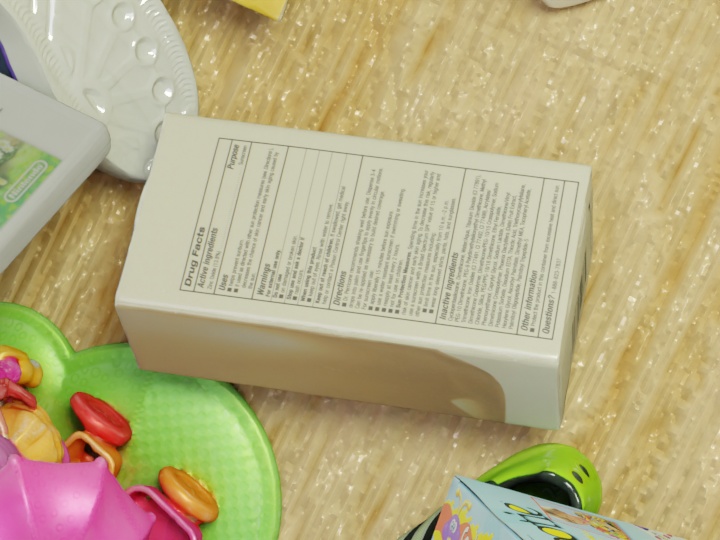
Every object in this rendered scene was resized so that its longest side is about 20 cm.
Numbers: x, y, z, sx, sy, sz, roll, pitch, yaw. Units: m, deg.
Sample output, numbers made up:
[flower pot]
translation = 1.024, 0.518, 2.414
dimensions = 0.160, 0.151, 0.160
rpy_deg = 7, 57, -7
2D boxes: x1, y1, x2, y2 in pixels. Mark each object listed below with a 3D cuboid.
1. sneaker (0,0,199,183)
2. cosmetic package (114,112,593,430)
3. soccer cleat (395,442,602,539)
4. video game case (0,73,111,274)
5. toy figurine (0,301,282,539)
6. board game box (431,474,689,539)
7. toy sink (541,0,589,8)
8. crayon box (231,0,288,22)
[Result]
[sneaker]
translation = -0.176, -0.124, 1.110
dimensions = 0.200, 0.146, 0.081
rpy_deg = 49, 66, -32
[cosmetic package]
translation = 0.000, 0.000, 1.058
dimensions = 0.198, 0.071, 0.106
rpy_deg = 9, 62, 10
[soccer cleat]
translation = 0.026, 0.150, 1.064
dimensions = 0.200, 0.081, 0.068
rpy_deg = -43, 83, 7
[video game case]
translation = -0.237, -0.030, 1.017
dimensions = 0.181, 0.022, 0.200
rpy_deg = 26, 57, 20
[toy figurine]
translation = -0.143, 0.093, 1.041
dimensions = 0.200, 0.184, 0.150
rpy_deg = 41, 96, 8
[board game box]
translation = 0.126, 0.172, 0.992
dimensions = 0.199, 0.105, 0.104
rpy_deg = 17, 98, -20
[toy sink]
translation = 0.108, -0.230, 1.027
dimensions = 0.129, 0.200, 0.113
rpy_deg = -18, 57, 9
[crayon box]
translation = -0.047, -0.228, 1.095
dimensions = 0.126, 0.051, 0.201
rpy_deg = 26, 93, 9
